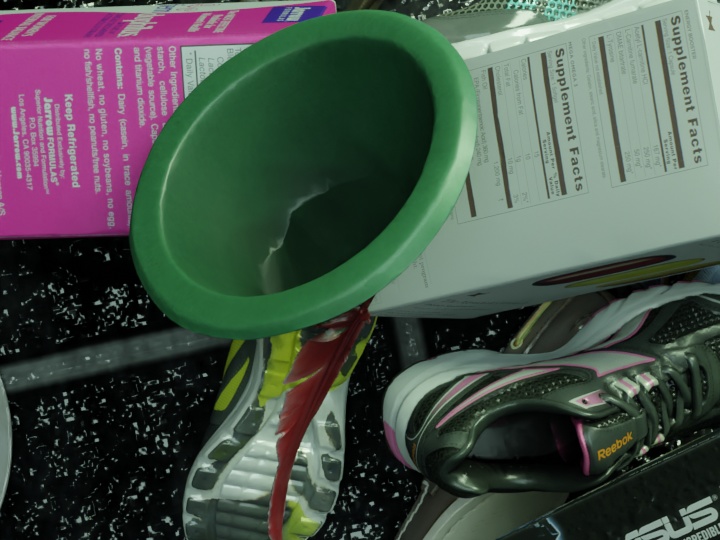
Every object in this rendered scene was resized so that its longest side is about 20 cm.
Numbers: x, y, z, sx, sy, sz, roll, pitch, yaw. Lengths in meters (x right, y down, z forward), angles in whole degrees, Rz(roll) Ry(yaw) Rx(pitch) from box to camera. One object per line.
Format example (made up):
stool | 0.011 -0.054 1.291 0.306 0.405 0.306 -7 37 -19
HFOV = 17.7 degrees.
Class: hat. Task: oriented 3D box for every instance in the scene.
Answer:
hat | 0.000 0.000 1.081 0.200 0.176 0.166 -21 51 19

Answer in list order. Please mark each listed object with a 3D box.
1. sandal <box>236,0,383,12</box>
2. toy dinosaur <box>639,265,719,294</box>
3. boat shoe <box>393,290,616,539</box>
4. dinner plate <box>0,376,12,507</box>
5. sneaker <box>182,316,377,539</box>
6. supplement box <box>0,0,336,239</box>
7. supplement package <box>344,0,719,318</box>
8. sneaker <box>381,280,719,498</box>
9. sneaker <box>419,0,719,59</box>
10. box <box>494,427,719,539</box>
sandal | -0.005 -0.160 1.192 0.082 0.055 0.200 34 104 0
toy dinosaur | 0.204 -0.051 1.191 0.181 0.200 0.105 -25 49 -21
boat shoe | 0.072 0.094 1.178 0.200 0.072 0.060 -54 47 9
dinner plate | -0.282 0.090 1.199 0.200 0.024 0.201 0 89 -1
sneaker | -0.037 0.060 1.177 0.074 0.085 0.200 18 110 -11
supplement box | -0.112 -0.075 1.144 0.200 0.101 0.104 -1 105 5
supplement package | 0.102 -0.048 1.093 0.200 0.114 0.110 -13 82 33
sneaker | 0.115 0.070 1.092 0.200 0.086 0.080 -19 112 -5
sneaker | 0.106 -0.146 1.188 0.200 0.078 0.091 -15 73 -4
box | 0.175 0.117 1.068 0.200 0.164 0.086 -29 82 26
